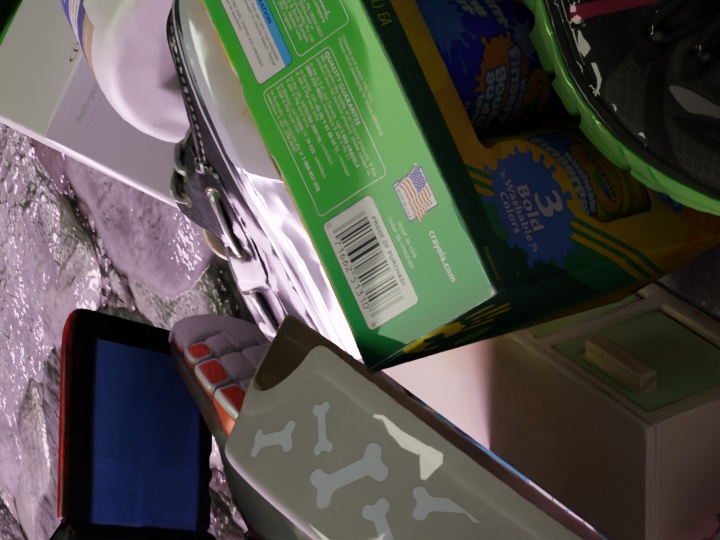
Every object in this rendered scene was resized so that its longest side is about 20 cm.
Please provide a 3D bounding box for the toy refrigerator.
[{"bbox_3d":[0.084,0.035,1.117,0.200,0.076,0.070,36,136,49],"label":"toy refrigerator"}]

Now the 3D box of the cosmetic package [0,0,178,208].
[{"bbox_3d":[-0.119,-0.103,1.316,0.108,0.085,0.200,-64,21,-2],"label":"cosmetic package"}]

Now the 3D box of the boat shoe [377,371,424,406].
[{"bbox_3d":[0.000,0.000,1.262,0.073,0.065,0.201,-99,0,-70],"label":"boat shoe"}]

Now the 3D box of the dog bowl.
[{"bbox_3d":[0.035,0.096,1.019,0.200,0.059,0.200,35,180,0],"label":"dog bowl"}]

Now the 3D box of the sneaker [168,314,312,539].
[{"bbox_3d":[-0.045,0.105,1.373,0.200,0.077,0.082,51,127,33],"label":"sneaker"}]

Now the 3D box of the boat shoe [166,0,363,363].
[{"bbox_3d":[-0.043,-0.035,1.077,0.071,0.072,0.200,-4,130,24],"label":"boat shoe"}]

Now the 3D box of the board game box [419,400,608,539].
[{"bbox_3d":[0.089,0.164,1.218,0.151,0.047,0.201,17,121,58],"label":"board game box"}]

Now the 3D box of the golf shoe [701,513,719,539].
[{"bbox_3d":[0.161,0.170,1.067,0.092,0.075,0.200,48,146,31],"label":"golf shoe"}]

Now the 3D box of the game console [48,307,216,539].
[{"bbox_3d":[-0.074,0.119,1.395,0.172,0.200,0.119,31,94,19],"label":"game console"}]

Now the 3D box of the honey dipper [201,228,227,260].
[{"bbox_3d":[-0.061,-0.039,1.314,0.200,0.038,0.038,-114,10,-79],"label":"honey dipper"}]

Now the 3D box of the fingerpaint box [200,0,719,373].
[{"bbox_3d":[0.036,-0.079,1.022,0.073,0.167,0.201,-32,78,38],"label":"fingerpaint box"}]

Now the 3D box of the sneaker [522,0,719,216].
[{"bbox_3d":[0.104,-0.107,0.987,0.084,0.077,0.200,-32,91,40],"label":"sneaker"}]

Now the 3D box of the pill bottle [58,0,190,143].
[{"bbox_3d":[-0.085,-0.156,1.138,0.111,0.111,0.200,101,151,-44],"label":"pill bottle"}]
